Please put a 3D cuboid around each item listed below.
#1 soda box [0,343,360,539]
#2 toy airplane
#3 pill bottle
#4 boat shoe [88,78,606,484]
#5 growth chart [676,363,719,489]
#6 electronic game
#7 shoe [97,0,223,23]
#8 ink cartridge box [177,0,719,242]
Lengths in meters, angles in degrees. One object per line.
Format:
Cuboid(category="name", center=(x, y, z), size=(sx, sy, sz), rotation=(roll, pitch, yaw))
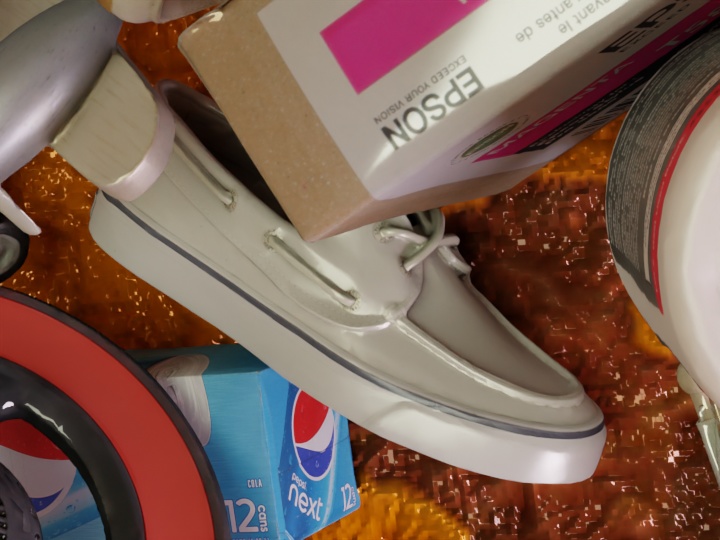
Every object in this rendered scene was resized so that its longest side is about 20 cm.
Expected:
Cuboid(category="soda box", center=(-0.106, 0.065, 0.852), size=(0.200, 0.068, 0.064), rotation=(-5, 96, 24))
Cuboid(category="toy airplane", center=(-0.146, -0.098, 0.804), size=(0.200, 0.141, 0.199), rotation=(-14, 72, 38))
Cuboid(category="pill bottle", center=(0.125, -0.015, 0.658), size=(0.111, 0.200, 0.111), rotation=(0, 97, 0))
Cuboid(category="boat shoe", center=(0.000, 0.000, 0.798), size=(0.200, 0.072, 0.066), rotation=(32, 114, 25))
Cuboid(category="growth chart", center=(0.146, 0.103, 0.694), size=(0.018, 0.200, 0.145), rotation=(-22, 97, -8))
Cuboid(category="electronic game", center=(-0.137, 0.085, 0.736), size=(0.200, 0.200, 0.042), rotation=(41, 144, 13))
Cuboid(category="shoe", center=(0.010, -0.127, 0.730), size=(0.200, 0.070, 0.053), rotation=(-32, 75, -8))
Cuboid(category="ink cartridge box", center=(0.071, -0.095, 0.697), size=(0.200, 0.165, 0.075), rotation=(-34, 83, 25))
